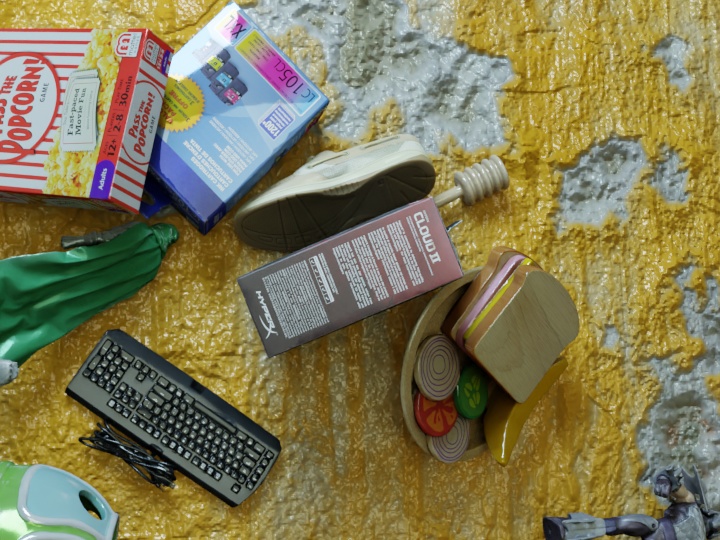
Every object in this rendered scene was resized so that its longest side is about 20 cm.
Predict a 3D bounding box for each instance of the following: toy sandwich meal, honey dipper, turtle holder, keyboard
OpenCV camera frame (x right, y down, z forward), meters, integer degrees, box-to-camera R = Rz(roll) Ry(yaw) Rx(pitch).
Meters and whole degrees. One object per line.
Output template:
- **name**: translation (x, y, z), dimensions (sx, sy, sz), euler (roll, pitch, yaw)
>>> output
- **toy sandwich meal**: translation (0.122, 0.086, 0.954), dimensions (0.203, 0.070, 0.208), euler (-12, 109, -38)
- **honey dipper**: translation (0.053, -0.058, 1.023), dimensions (0.198, 0.038, 0.038), euler (-25, 86, -9)
- **turtle holder**: translation (-0.269, 0.231, 0.843), dimensions (0.130, 0.186, 0.143), euler (9, 79, -7)
- **keyboard**: translation (-0.175, 0.146, 0.948), dimensions (0.199, 0.040, 0.105), euler (34, 77, -3)

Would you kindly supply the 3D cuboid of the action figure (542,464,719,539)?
- **action figure**: translation (0.279, 0.260, 0.999), dimensions (0.197, 0.069, 0.132), euler (-8, 78, -14)

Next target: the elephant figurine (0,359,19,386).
- **elephant figurine**: translation (-0.392, 0.035, 0.789), dimensions (0.155, 0.140, 0.202), euler (-47, 130, -48)

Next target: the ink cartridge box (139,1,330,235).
- **ink cartridge box**: translation (-0.146, -0.131, 0.978), dimensions (0.136, 0.076, 0.200), euler (44, 79, -1)

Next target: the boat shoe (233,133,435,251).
- **boat shoe**: translation (-0.028, -0.078, 0.998), dimensions (0.198, 0.073, 0.065), euler (-20, 44, -1)

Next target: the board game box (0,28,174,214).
- **board game box**: translation (-0.272, -0.135, 0.919), dimensions (0.197, 0.046, 0.154), euler (5, 79, 25)

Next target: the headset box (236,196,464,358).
- **headset box**: translation (0.000, 0.000, 0.923), dimensions (0.198, 0.149, 0.078), euler (-24, 92, 1)

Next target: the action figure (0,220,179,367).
- **action figure**: translation (-0.248, 0.005, 0.935), dimensions (0.199, 0.119, 0.055), euler (-28, 47, -31)
